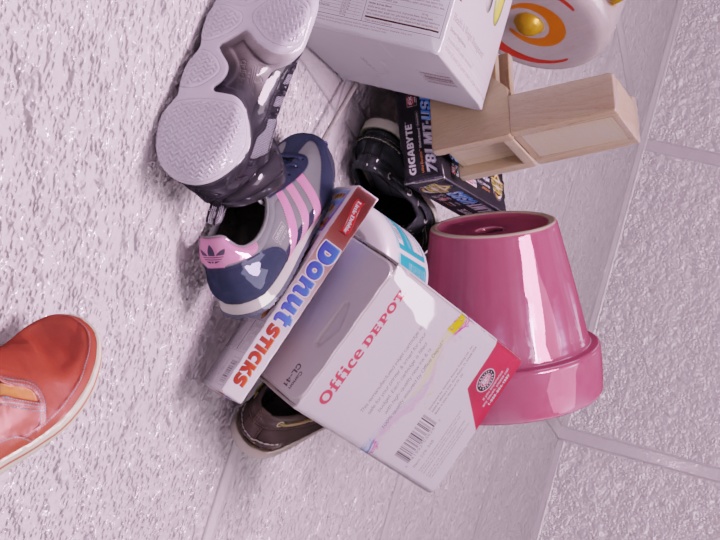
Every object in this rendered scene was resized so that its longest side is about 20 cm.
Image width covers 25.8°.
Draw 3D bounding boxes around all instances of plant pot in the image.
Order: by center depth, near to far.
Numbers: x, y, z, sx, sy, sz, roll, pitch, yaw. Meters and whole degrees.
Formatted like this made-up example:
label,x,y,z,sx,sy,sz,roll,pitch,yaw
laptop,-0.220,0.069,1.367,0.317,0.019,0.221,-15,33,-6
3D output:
label,x,y,z,sx,sy,sz,roll,pitch,yaw
plant pot,0.139,0.040,1.571,0.200,0.199,0.180,-34,122,-66

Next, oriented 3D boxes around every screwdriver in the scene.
label,x,y,z,sx,sy,sz,roll,pitch,yaw
screwdriver,-0.027,-0.128,1.416,0.200,0.028,0.029,-62,-173,-32

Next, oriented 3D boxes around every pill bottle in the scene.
label,x,y,z,sx,sy,sz,roll,pitch,yaw
pill bottle,0.000,0.000,1.470,0.200,0.110,0.111,29,75,-73

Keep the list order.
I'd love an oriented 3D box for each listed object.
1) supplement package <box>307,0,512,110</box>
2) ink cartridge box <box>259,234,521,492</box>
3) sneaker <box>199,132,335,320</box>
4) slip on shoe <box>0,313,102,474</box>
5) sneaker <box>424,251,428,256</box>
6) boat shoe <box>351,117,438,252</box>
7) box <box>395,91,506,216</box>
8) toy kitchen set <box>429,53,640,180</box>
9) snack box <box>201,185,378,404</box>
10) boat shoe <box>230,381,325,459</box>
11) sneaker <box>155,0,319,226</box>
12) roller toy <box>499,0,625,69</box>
label,x,y,z,sx,sy,sz,roll,pitch,yaw
supplement package,0.048,-0.268,1.348,0.191,0.146,0.201,27,78,-73
ink cartridge box,0.025,0.080,1.347,0.200,0.086,0.148,38,87,-41
sneaker,-0.074,-0.058,1.261,0.200,0.070,0.082,-72,149,-42
slip on shoe,-0.213,0.072,0.902,0.200,0.074,0.061,-43,141,-54
sneaker,0.044,0.033,1.647,0.081,0.075,0.200,-44,-178,44
boat shoe,0.031,-0.065,1.585,0.200,0.074,0.066,78,32,-55
box,0.089,-0.164,1.581,0.200,0.049,0.200,19,66,-65
toy kitchen set,0.170,-0.192,1.490,0.163,0.180,0.201,33,50,-59
snack box,-0.059,0.017,1.289,0.200,0.024,0.072,-56,-165,-9
boat shoe,-0.030,0.102,1.423,0.200,0.072,0.060,-27,162,-38
sneaker,-0.081,-0.130,1.168,0.201,0.075,0.114,-63,161,-21
roller toy,0.209,-0.320,1.766,0.183,0.199,0.140,85,25,-61
